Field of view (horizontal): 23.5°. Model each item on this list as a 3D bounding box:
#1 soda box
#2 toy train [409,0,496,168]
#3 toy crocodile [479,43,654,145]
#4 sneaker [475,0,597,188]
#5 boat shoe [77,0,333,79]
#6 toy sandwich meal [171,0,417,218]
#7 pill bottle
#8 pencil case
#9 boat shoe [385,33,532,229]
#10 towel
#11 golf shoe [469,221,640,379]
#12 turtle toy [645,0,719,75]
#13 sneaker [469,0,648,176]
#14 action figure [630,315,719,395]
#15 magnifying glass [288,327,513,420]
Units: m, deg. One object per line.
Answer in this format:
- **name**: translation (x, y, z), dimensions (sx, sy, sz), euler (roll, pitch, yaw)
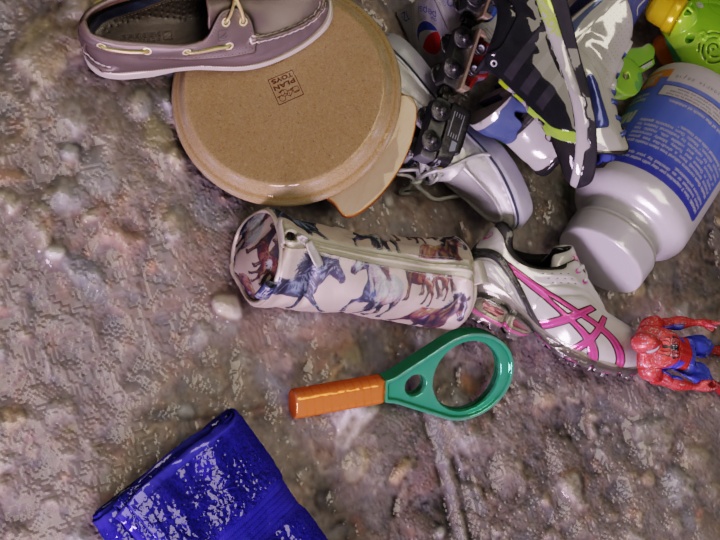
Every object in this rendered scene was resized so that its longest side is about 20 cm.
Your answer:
- **soda box**: translation (0.135, -0.240, 1.524), dimensions (0.200, 0.068, 0.064), euler (-26, 93, -30)
- **toy train**: translation (0.088, -0.175, 1.430), dimensions (0.046, 0.034, 0.200), euler (24, 72, -22)
- **toy crocodile**: translation (0.185, -0.160, 1.536), dimensions (0.200, 0.067, 0.062), euler (-31, 96, -29)
- **sneaker**: translation (0.135, -0.159, 1.374), dimensions (0.083, 0.072, 0.200), euler (-14, 95, 7)
- **boat shoe**: translation (-0.119, -0.195, 1.339), dimensions (0.200, 0.060, 0.072), euler (-9, 76, -3)
- **toy sandwich meal**: translation (-0.051, -0.135, 1.395), dimensions (0.205, 0.070, 0.206), euler (-1, 79, 4)
- **pill bottle**: translation (0.260, -0.080, 1.536), dimensions (0.112, 0.112, 0.200), euler (44, 63, -14)
- **pencil case**: translation (0.000, 0.000, 1.394), dimensions (0.200, 0.089, 0.078), euler (8, 77, -28)
- **boat shoe**: translation (0.056, -0.100, 1.452), dimensions (0.086, 0.075, 0.202), euler (-43, 99, -28)
- **towel**: translation (-0.093, 0.223, 1.324), dimensions (0.148, 0.050, 0.200), euler (-38, 99, -28)
- **golf shoe**: translation (0.177, 0.029, 1.478), dimensions (0.200, 0.073, 0.092), euler (24, 98, -24)
- **turtle toy**: translation (0.351, -0.240, 1.619), dimensions (0.146, 0.101, 0.200), euler (31, 61, 8)
- **sneaker**: translation (0.188, -0.152, 1.462), dimensions (0.115, 0.081, 0.199), euler (47, 70, -16)
- **action figure**: translation (0.289, 0.075, 1.514), dimensions (0.200, 0.052, 0.066), euler (14, 78, -51)
- **magnifying glass**: translation (0.036, 0.094, 1.421), dimensions (0.200, 0.022, 0.080), euler (-7, 113, -22)
